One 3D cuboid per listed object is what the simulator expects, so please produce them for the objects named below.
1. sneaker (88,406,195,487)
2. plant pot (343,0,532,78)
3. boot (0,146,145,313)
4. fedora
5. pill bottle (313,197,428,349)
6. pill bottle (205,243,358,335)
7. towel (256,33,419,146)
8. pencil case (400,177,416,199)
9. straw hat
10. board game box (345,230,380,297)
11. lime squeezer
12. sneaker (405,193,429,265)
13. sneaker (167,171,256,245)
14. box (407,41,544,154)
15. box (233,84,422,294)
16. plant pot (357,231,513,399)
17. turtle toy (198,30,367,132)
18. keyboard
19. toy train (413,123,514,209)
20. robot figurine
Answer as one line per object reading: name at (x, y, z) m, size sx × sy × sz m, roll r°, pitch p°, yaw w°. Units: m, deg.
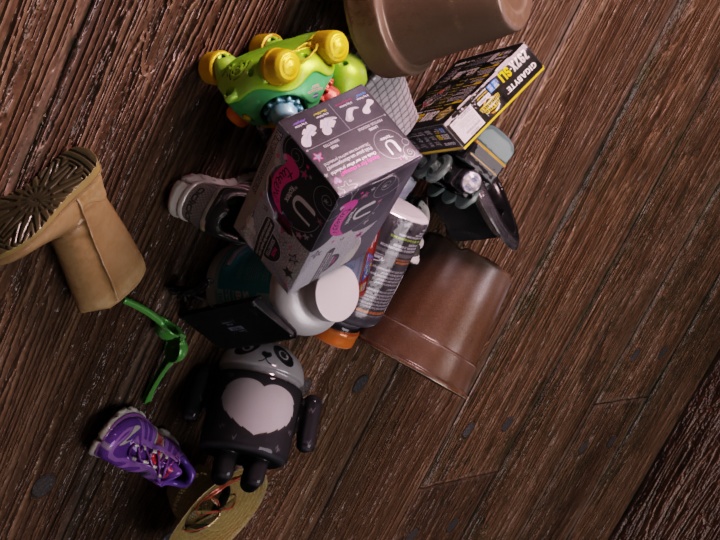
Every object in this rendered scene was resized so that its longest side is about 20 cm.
sneaker at (-0.275, 0.237, 1.785) m, size 0.081 × 0.083 × 0.200 m, roll -55°, pitch 149°, yaw 0°
plant pot at (0.098, -0.326, 1.575) m, size 0.200 × 0.174 × 0.201 m, roll 0°, pitch 90°, yaw -61°
boot at (-0.320, -0.015, 1.484) m, size 0.175 × 0.066 × 0.200 m, roll -41°, pitch 149°, yaw -22°
fedora at (0.159, -0.097, 2.006) m, size 0.091 × 0.201 × 0.201 m, roll -26°, pitch 153°, yaw 14°
pill bottle at (0.000, 0.000, 1.764) m, size 0.106 × 0.106 × 0.200 m, roll 5°, pitch 115°, yaw -56°
pill bottle at (-0.093, 0.022, 1.686) m, size 0.111 × 0.200 × 0.111 m, roll -3°, pitch 94°, yaw -42°
towel at (-0.027, -0.182, 1.710) m, size 0.200 × 0.086 × 0.166 m, roll -47°, pitch 152°, yaw -12°
pencil case at (-0.010, -0.068, 1.847) m, size 0.200 × 0.083 × 0.091 m, roll -56°, pitch 146°, yaw 4°
straw hat at (-0.227, 0.322, 1.934) m, size 0.201 × 0.085 × 0.201 m, roll -39°, pitch 154°, yaw -23°
board game box at (-0.018, -0.070, 1.651) m, size 0.019 × 0.103 × 0.200 m, roll -29°, pitch 146°, yaw -39°
lime squeezer at (-0.255, 0.087, 1.720) m, size 0.070 × 0.038 × 0.200 m, roll -11°, pitch 138°, yaw -8°
sneaker at (0.058, -0.061, 1.923) m, size 0.200 × 0.074 × 0.080 m, roll -68°, pitch 174°, yaw -75°
sneaker at (-0.140, -0.071, 1.656) m, size 0.200 × 0.087 × 0.074 m, roll -1°, pitch 122°, yaw -54°
box at (0.133, -0.222, 1.802) m, size 0.049 × 0.200 × 0.160 m, roll 47°, pitch 75°, yaw -16°
box at (-0.040, -0.086, 1.529) m, size 0.132 × 0.115 × 0.200 m, roll -29°, pitch 161°, yaw -35°
plant pot at (0.120, 0.062, 2.070) m, size 0.199 × 0.200 × 0.200 m, roll -61°, pitch 150°, yaw -2°
turtle toy at (-0.074, -0.212, 1.529) m, size 0.200 × 0.146 × 0.101 m, roll -27°, pitch 113°, yaw -39°
keyboard at (-0.166, 0.049, 1.672) m, size 0.127 × 0.200 × 0.021 m, roll 41°, pitch 63°, yaw -22°
toy train at (0.129, -0.154, 1.866) m, size 0.085 × 0.200 × 0.114 m, roll 40°, pitch 88°, yaw -22°
robot figurine at (-0.145, 0.191, 1.833) m, size 0.150 × 0.125 × 0.201 m, roll 33°, pitch 62°, yaw -45°
